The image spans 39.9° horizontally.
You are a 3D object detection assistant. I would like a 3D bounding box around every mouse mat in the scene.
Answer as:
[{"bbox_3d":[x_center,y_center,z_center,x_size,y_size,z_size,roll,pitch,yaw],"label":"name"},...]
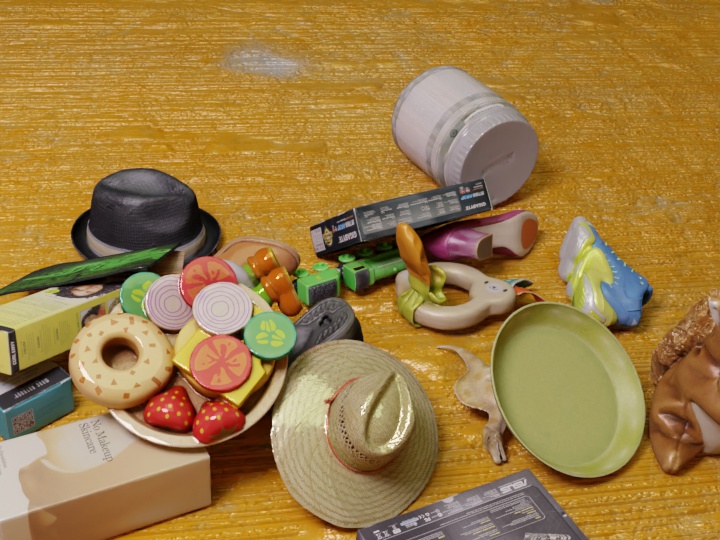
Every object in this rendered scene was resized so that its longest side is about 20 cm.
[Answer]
[{"bbox_3d":[-0.326,-0.003,1.196,0.200,0.008,0.161,-10,11,5],"label":"mouse mat"}]

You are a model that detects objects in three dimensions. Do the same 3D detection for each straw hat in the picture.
[{"bbox_3d":[0.013,0.148,0.982,0.201,0.085,0.201,11,61,-21],"label":"straw hat"}]

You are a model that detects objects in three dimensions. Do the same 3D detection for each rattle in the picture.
[{"bbox_3d":[0.144,-0.007,1.251,0.199,0.143,0.130,-3,17,0],"label":"rattle"}]

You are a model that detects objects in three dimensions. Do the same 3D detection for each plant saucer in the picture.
[{"bbox_3d":[0.222,0.132,1.086,0.200,0.031,0.200,12,59,-22],"label":"plant saucer"}]

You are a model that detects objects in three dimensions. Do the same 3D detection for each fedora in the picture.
[{"bbox_3d":[-0.288,-0.077,1.328,0.200,0.092,0.201,3,36,-2],"label":"fedora"}]

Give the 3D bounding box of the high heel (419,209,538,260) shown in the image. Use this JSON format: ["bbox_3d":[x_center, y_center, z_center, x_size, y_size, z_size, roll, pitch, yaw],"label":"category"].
[{"bbox_3d":[0.169,-0.049,1.368,0.096,0.068,0.200,12,23,35],"label":"high heel"}]

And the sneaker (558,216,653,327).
[{"bbox_3d":[0.324,0.010,1.313,0.105,0.076,0.200,15,42,-7],"label":"sneaker"}]

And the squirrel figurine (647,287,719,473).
[{"bbox_3d":[0.393,0.094,1.090,0.141,0.187,0.200,1,35,-5],"label":"squirrel figurine"}]

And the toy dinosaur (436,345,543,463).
[{"bbox_3d":[0.153,0.127,1.127,0.101,0.058,0.200,-4,36,-11],"label":"toy dinosaur"}]

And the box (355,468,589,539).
[{"bbox_3d":[0.117,0.280,0.917,0.200,0.048,0.158,-14,40,-24],"label":"box"}]

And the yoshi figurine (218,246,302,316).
[{"bbox_3d":[-0.164,0.064,1.091,0.200,0.112,0.112,-26,76,-8],"label":"yoshi figurine"}]

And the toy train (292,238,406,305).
[{"bbox_3d":[0.000,0.000,1.294,0.200,0.042,0.056,-18,30,-28],"label":"toy train"}]

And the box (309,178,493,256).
[{"bbox_3d":[0.051,-0.070,1.323,0.200,0.046,0.159,-15,0,-25],"label":"box"}]

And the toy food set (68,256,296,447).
[{"bbox_3d":[-0.170,0.079,0.986,0.200,0.049,0.198,31,60,13],"label":"toy food set"}]

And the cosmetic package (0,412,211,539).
[{"bbox_3d":[-0.255,0.200,0.962,0.200,0.071,0.105,-15,40,-26],"label":"cosmetic package"}]

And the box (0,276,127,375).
[{"bbox_3d":[-0.335,0.054,1.090,0.075,0.050,0.200,9,19,27],"label":"box"}]

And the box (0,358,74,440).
[{"bbox_3d":[-0.408,0.105,1.097,0.200,0.049,0.082,32,43,32],"label":"box"}]

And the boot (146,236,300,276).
[{"bbox_3d":[-0.169,0.039,1.200,0.200,0.074,0.155,-8,43,1],"label":"boot"}]

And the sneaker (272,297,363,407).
[{"bbox_3d":[-0.078,0.123,1.103,0.199,0.114,0.076,-36,51,-7],"label":"sneaker"}]

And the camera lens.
[{"bbox_3d":[0.154,-0.207,1.505,0.160,0.160,0.200,-15,40,-26],"label":"camera lens"}]
